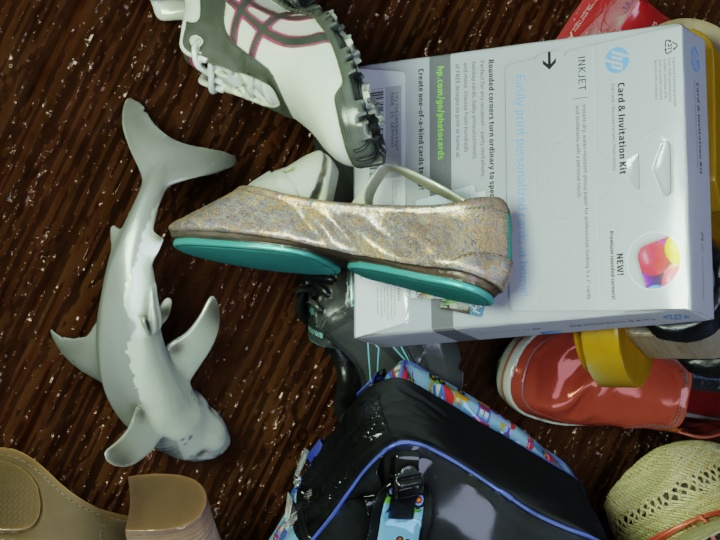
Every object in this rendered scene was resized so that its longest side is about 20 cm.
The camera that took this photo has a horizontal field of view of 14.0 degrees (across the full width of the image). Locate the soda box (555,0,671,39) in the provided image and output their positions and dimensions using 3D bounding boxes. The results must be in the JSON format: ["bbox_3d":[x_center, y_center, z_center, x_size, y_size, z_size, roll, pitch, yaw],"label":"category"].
[{"bbox_3d":[0.118,-0.069,1.738,0.063,0.070,0.201,34,88,-25],"label":"soda box"}]

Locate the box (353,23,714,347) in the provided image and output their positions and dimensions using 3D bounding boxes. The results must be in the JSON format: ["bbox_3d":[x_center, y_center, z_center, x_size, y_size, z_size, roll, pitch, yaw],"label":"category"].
[{"bbox_3d":[0.092,-0.044,1.597,0.041,0.199,0.157,18,69,-60],"label":"box"}]

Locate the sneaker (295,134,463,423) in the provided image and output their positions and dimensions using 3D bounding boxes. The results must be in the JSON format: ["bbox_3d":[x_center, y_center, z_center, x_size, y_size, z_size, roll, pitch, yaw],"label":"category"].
[{"bbox_3d":[0.000,0.000,1.706,0.079,0.075,0.201,-21,108,-13],"label":"sneaker"}]

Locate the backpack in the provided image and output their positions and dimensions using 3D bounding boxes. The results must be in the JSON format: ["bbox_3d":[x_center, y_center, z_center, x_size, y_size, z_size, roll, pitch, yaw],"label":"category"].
[{"bbox_3d":[0.025,0.181,1.696,0.182,0.135,0.200,29,109,-22],"label":"backpack"}]

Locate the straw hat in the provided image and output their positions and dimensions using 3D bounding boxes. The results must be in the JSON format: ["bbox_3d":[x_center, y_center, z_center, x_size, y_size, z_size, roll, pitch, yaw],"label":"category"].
[{"bbox_3d":[0.202,0.153,1.805,0.200,0.201,0.085,-19,68,-16],"label":"straw hat"}]

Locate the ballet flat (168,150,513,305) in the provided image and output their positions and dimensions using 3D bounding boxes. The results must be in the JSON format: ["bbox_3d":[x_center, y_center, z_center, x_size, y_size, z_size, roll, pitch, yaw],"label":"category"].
[{"bbox_3d":[-0.007,-0.027,1.591,0.199,0.068,0.068,9,79,19],"label":"ballet flat"}]

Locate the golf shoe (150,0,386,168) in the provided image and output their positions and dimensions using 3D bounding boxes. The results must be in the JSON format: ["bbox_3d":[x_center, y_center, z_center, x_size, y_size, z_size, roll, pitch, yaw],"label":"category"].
[{"bbox_3d":[-0.047,-0.113,1.609,0.088,0.200,0.077,-27,136,-5],"label":"golf shoe"}]

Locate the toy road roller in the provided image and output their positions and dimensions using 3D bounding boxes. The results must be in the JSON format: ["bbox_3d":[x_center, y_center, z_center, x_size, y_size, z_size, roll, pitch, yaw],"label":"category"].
[{"bbox_3d":[0.149,-0.034,1.653,0.145,0.123,0.201,0,76,18],"label":"toy road roller"}]

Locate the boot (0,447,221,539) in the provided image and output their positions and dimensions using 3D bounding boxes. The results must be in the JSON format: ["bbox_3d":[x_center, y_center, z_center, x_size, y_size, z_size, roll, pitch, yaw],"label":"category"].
[{"bbox_3d":[-0.171,0.179,1.685,0.198,0.077,0.156,-1,134,3],"label":"boot"}]

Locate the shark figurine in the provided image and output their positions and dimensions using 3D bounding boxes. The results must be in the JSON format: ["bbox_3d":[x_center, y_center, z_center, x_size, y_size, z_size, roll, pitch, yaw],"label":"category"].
[{"bbox_3d":[-0.137,0.023,1.661,0.128,0.089,0.216,-30,124,-48],"label":"shark figurine"}]

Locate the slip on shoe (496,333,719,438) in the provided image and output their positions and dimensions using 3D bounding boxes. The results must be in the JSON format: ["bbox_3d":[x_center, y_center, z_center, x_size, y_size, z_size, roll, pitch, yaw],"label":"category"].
[{"bbox_3d":[0.178,0.068,1.796,0.199,0.061,0.075,7,100,-21],"label":"slip on shoe"}]
